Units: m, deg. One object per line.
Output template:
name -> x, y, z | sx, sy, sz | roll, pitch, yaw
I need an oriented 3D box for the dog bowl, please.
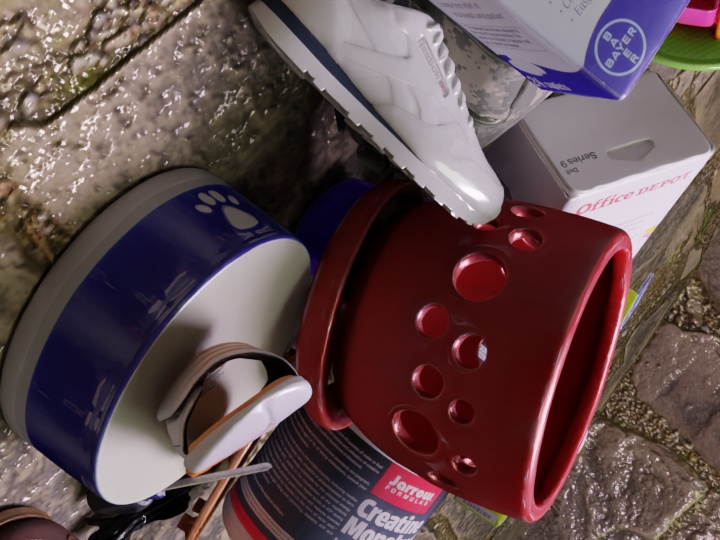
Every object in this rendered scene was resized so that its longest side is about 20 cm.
dog bowl -> -0.121, 0.041, 0.897 | 0.200, 0.079, 0.200 | -48, 161, -23

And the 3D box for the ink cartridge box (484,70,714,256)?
ink cartridge box -> 0.153, -0.046, 1.108 | 0.145, 0.088, 0.200 | -18, 156, -29

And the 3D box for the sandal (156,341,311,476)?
sandal -> -0.084, 0.078, 0.851 | 0.079, 0.059, 0.207 | -32, 177, -15

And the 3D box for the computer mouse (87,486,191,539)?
computer mouse -> -0.123, 0.119, 1.078 | 0.200, 0.044, 0.110 | -60, 160, 15

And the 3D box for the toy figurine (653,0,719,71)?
toy figurine -> 0.324, -0.318, 1.353 | 0.184, 0.150, 0.200 | 89, 16, -46

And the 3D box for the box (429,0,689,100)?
box -> 0.097, -0.222, 0.775 | 0.184, 0.200, 0.105 | -56, -160, 0

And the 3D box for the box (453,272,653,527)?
box -> 0.148, 0.090, 1.125 | 0.200, 0.048, 0.122 | -54, 171, -28

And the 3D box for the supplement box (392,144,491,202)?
supplement box -> 0.080, -0.053, 1.240 | 0.126, 0.073, 0.200 | -40, 155, -40

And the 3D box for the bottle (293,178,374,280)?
bottle -> 0.000, 0.000, 1.148 | 0.084, 0.065, 0.200 | -47, 161, -9

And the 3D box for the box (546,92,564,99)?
box -> 0.160, -0.127, 1.163 | 0.121, 0.032, 0.200 | -53, 160, -12

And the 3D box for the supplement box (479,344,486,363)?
supplement box -> 0.038, 0.121, 1.372 | 0.200, 0.109, 0.061 | -49, 175, -16

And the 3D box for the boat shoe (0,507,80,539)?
boat shoe -> -0.207, 0.212, 0.992 | 0.070, 0.070, 0.200 | -50, 160, -5

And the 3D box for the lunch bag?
lunch bag -> 0.084, -0.162, 0.965 | 0.200, 0.139, 0.168 | -40, 165, -31

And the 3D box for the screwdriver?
screwdriver -> -0.125, 0.142, 0.967 | 0.029, 0.028, 0.200 | -1, 169, -38

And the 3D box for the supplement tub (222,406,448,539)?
supplement tub -> -0.002, 0.153, 1.147 | 0.200, 0.140, 0.140 | -54, 162, 13

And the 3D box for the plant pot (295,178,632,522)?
plant pot -> 0.065, 0.044, 0.966 | 0.200, 0.182, 0.201 | 18, 90, -74

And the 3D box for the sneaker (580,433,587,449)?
sneaker -> 0.074, 0.109, 1.229 | 0.146, 0.200, 0.081 | 41, 62, -41

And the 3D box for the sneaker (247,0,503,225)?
sneaker -> 0.027, -0.107, 0.851 | 0.081, 0.200, 0.076 | -46, -154, -1

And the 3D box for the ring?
ring -> -0.091, 0.132, 1.147 | 0.201, 0.019, 0.200 | -59, 179, -2
